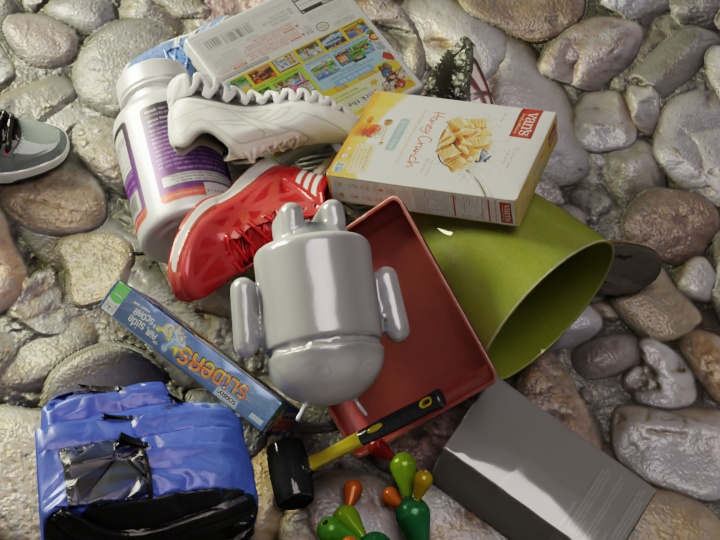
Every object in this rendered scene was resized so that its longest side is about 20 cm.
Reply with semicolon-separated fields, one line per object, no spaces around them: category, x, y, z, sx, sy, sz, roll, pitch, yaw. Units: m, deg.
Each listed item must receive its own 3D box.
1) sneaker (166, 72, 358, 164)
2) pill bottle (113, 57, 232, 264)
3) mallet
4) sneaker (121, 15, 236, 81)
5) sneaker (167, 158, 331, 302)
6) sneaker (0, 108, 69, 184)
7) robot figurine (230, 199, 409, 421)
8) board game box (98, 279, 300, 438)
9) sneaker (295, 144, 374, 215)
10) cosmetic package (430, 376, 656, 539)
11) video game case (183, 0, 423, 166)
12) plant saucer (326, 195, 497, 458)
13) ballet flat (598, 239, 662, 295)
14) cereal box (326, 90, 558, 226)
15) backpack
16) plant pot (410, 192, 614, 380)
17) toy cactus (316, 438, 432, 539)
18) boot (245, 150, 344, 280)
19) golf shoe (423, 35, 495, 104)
sneaker;-0.101;-0.143;1.573;0.197;0.075;0.082;6;67;-6
pill bottle;-0.198;-0.119;1.628;0.110;0.112;0.202;-9;62;-16
mallet;-0.008;0.156;1.486;0.199;0.041;0.066;-35;55;17
sneaker;-0.174;-0.246;1.728;0.198;0.077;0.076;-22;68;-21
sneaker;-0.096;-0.041;1.515;0.115;0.079;0.201;7;46;35
sneaker;-0.401;-0.156;1.603;0.197;0.121;0.084;-2;60;-13
robot figurine;-0.038;0.038;1.443;0.167;0.113;0.203;-5;77;-10
board game box;-0.151;0.088;1.501;0.199;0.135;0.035;36;87;12
sneaker;0.003;-0.133;1.709;0.200;0.073;0.114;42;52;8
cosmetic package;0.177;0.211;1.527;0.199;0.091;0.107;35;59;13
video game case;-0.061;-0.219;1.676;0.199;0.023;0.183;-29;70;-24
plant saucer;0.023;0.055;1.516;0.037;0.199;0.201;-21;80;-54
ballet flat;0.231;-0.007;1.685;0.197;0.068;0.046;-4;28;-10
cereal box;0.083;-0.114;1.531;0.198;0.040;0.144;8;44;21
backpack;-0.196;0.189;1.419;0.197;0.163;0.169;-5;58;-13
plant pot;0.122;-0.022;1.572;0.186;0.188;0.200;-33;64;-26
toy cactus;0.038;0.268;1.470;0.164;0.102;0.201;27;49;-6
boot;0.000;0.000;1.612;0.199;0.066;0.176;38;88;14
golf shoe;0.124;-0.177;1.762;0.088;0.077;0.202;28;44;-31
